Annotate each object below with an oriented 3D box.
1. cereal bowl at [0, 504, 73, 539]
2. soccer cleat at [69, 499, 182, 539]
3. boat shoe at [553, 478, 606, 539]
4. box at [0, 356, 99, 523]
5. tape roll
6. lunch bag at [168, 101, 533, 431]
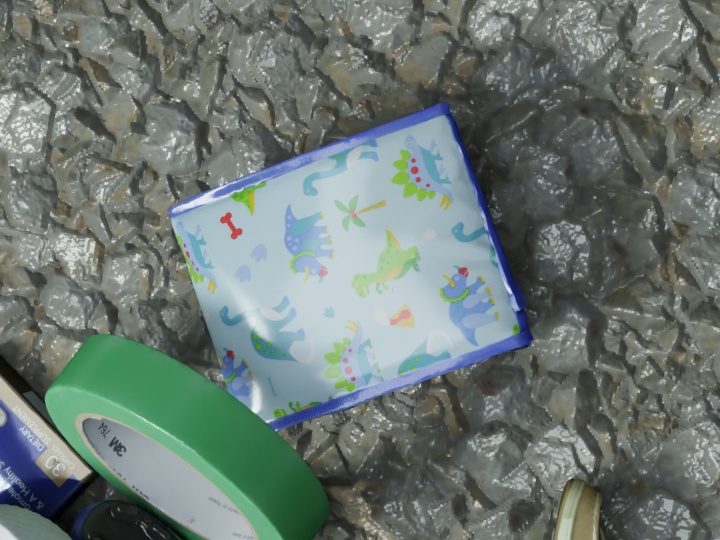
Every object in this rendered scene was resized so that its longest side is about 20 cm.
[{"bbox_3d":[-0.230,0.255,1.663,0.200,0.083,0.201,7,101,42],"label":"cereal bowl"},{"bbox_3d":[-0.118,0.230,1.692,0.200,0.084,0.065,41,70,-7],"label":"soccer cleat"},{"bbox_3d":[0.156,0.236,1.612,0.063,0.073,0.202,1,97,8],"label":"boat shoe"},{"bbox_3d":[-0.290,0.169,1.744,0.121,0.032,0.200,44,104,8],"label":"box"},{"bbox_3d":[-0.115,0.123,1.610,0.200,0.201,0.048,31,69,11],"label":"tape roll"},{"bbox_3d":[0.000,0.000,1.606,0.199,0.127,0.171,-21,88,25],"label":"lunch bag"}]
